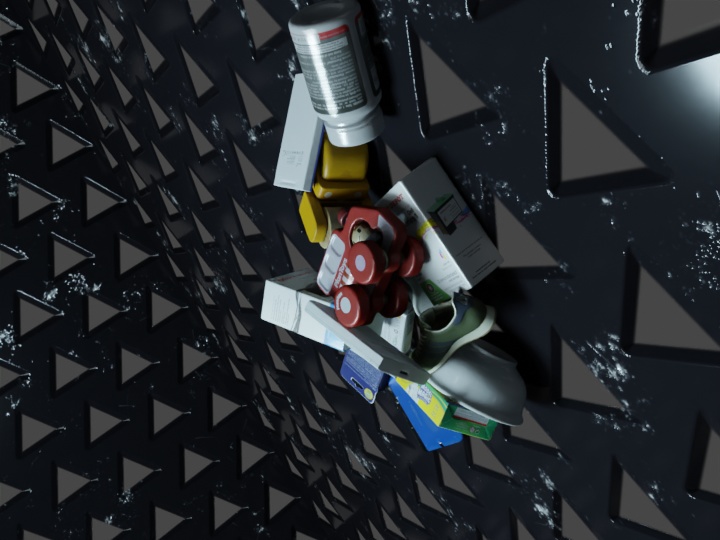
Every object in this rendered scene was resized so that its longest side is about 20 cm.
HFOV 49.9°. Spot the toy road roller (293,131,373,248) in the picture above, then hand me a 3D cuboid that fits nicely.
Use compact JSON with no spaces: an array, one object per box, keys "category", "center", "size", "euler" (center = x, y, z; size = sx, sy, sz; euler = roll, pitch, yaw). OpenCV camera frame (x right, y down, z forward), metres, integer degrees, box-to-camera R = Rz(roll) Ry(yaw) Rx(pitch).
[{"category":"toy road roller","center":[-0.037,-0.151,1.360],"size":[0.147,0.121,0.202],"euler":[115,145,-46]}]

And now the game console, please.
[{"category":"game console","center":[0.141,0.294,1.762],"size":[0.169,0.118,0.202],"euler":[-26,99,35]}]

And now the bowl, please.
[{"category":"bowl","center":[0.209,0.176,1.333],"size":[0.199,0.091,0.201],"euler":[26,-172,-4]}]

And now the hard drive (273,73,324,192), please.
[{"category":"hard drive","center":[-0.100,-0.244,1.362],"size":[0.131,0.025,0.204],"euler":[18,97,60]}]

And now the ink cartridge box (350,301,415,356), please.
[{"category":"ink cartridge box","center":[0.017,0.105,1.599],"size":[0.198,0.047,0.200],"euler":[31,141,25]}]

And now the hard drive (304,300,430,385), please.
[{"category":"hard drive","center":[0.009,0.117,1.272],"size":[0.131,0.027,0.199],"euler":[26,-173,-47]}]

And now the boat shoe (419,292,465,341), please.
[{"category":"boat shoe","center":[0.161,0.111,1.417],"size":[0.066,0.071,0.202],"euler":[51,152,23]}]

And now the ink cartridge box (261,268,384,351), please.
[{"category":"ink cartridge box","center":[-0.070,0.071,1.489],"size":[0.198,0.144,0.085],"euler":[18,108,28]}]

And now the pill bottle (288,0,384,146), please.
[{"category":"pill bottle","center":[-0.031,-0.304,1.200],"size":[0.113,0.113,0.202],"euler":[28,144,47]}]

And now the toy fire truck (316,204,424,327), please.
[{"category":"toy fire truck","center":[0.001,-0.016,1.252],"size":[0.168,0.111,0.202],"euler":[44,129,36]}]

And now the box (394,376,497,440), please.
[{"category":"box","center":[0.143,0.217,1.350],"size":[0.116,0.049,0.200],"euler":[20,-172,-28]}]

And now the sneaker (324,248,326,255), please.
[{"category":"sneaker","center":[0.000,0.000,1.431],"size":[0.202,0.113,0.077],"euler":[-109,21,-46]}]

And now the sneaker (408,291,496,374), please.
[{"category":"sneaker","center":[0.122,0.097,1.255],"size":[0.089,0.068,0.200],"euler":[29,132,-23]}]

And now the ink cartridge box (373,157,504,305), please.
[{"category":"ink cartridge box","center":[0.120,-0.060,1.258],"size":[0.201,0.083,0.145],"euler":[56,156,1]}]

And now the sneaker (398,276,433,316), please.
[{"category":"sneaker","center":[0.103,0.007,1.418],"size":[0.201,0.070,0.100],"euler":[59,-177,-42]}]

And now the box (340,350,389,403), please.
[{"category":"box","center":[0.025,0.179,1.712],"size":[0.121,0.032,0.203],"euler":[38,121,35]}]
